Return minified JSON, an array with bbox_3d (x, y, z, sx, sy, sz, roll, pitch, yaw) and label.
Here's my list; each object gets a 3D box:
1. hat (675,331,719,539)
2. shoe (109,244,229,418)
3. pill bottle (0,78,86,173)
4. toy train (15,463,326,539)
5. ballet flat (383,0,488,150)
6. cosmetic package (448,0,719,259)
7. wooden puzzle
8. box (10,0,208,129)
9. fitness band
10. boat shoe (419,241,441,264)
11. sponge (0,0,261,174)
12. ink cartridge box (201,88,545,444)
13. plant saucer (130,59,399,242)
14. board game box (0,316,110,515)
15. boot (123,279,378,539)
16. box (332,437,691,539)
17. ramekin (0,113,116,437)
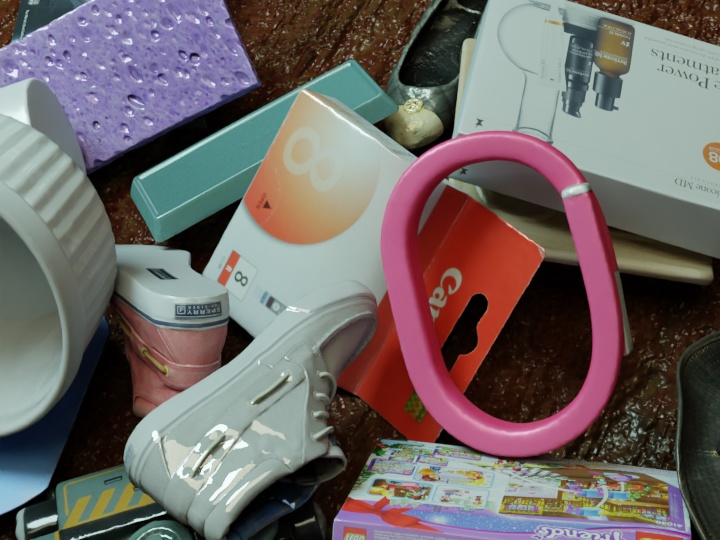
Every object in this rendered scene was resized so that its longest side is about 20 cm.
[{"bbox_3d":[0.277,0.102,0.796,0.198,0.081,0.202,16,50,-19],"label":"hat"},{"bbox_3d":[-0.138,0.041,0.919,0.071,0.092,0.200,-1,12,-23],"label":"shoe"},{"bbox_3d":[-0.303,-0.058,0.973,0.198,0.115,0.115,-19,56,8],"label":"pill bottle"},{"bbox_3d":[-0.121,0.163,0.851,0.198,0.086,0.115,-17,45,-2],"label":"toy train"},{"bbox_3d":[0.062,-0.177,1.055,0.066,0.057,0.202,13,60,16],"label":"ballet flat"},{"bbox_3d":[0.167,-0.105,0.931,0.198,0.052,0.152,16,56,-1],"label":"cosmetic package"},{"bbox_3d":[0.154,-0.074,0.973,0.183,0.047,0.202,9,53,-1],"label":"wooden puzzle"},{"bbox_3d":[-0.196,-0.203,1.113,0.158,0.044,0.202,-1,58,7],"label":"box"},{"bbox_3d":[0.088,0.014,0.849,0.142,0.037,0.203,-13,91,18],"label":"fitness band"},{"bbox_3d":[-0.016,-0.049,0.979,0.073,0.063,0.200,-42,62,-19],"label":"boat shoe"},{"bbox_3d":[-0.182,-0.146,1.025,0.198,0.030,0.113,-26,90,7],"label":"sponge"},{"bbox_3d":[0.000,0.000,0.906,0.200,0.050,0.163,38,107,29],"label":"ink cartridge box"},{"bbox_3d":[-0.072,-0.091,0.990,0.199,0.019,0.070,-30,43,-7],"label":"plant saucer"},{"bbox_3d":[-0.257,0.088,0.936,0.156,0.039,0.202,8,59,13],"label":"board game box"},{"bbox_3d":[-0.038,0.088,0.821,0.095,0.074,0.199,35,56,29],"label":"boot"},{"bbox_3d":[0.092,0.148,0.805,0.197,0.040,0.137,5,13,11],"label":"box"},{"bbox_3d":[-0.246,-0.006,0.856,0.198,0.202,0.105,10,34,13],"label":"ramekin"}]
